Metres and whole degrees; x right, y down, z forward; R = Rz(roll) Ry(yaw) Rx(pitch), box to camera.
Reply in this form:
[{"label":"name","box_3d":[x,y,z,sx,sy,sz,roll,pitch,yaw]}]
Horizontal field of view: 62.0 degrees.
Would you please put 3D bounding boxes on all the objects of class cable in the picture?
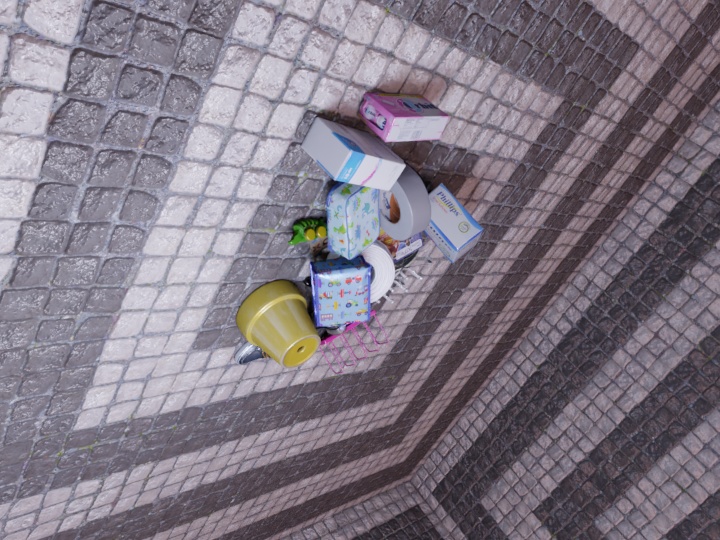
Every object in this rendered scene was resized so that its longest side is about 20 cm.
[{"label":"cable","box_3d":[0.000,0.000,1.696,0.200,0.069,0.200,-26,116,-2]}]

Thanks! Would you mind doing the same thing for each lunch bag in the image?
[{"label":"lunch bag","box_3d":[-0.015,-0.142,1.560,0.161,0.082,0.200,-41,141,-38]},{"label":"lunch bag","box_3d":[-0.051,0.073,1.624,0.150,0.094,0.200,-7,114,-11]}]

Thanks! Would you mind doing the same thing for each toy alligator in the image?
[{"label":"toy alligator","box_3d":[-0.116,-0.111,1.571,0.200,0.059,0.054,-19,99,-45]}]

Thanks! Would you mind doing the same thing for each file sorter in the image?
[{"label":"file sorter","box_3d":[-0.024,0.239,1.986,0.200,0.126,0.139,-30,179,-20]}]

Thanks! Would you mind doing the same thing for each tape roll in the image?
[{"label":"tape roll","box_3d":[0.098,-0.182,1.574,0.066,0.200,0.201,-27,146,-24]}]

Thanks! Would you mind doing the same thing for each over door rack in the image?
[{"label":"over door rack","box_3d":[0.140,0.033,1.882,0.148,0.067,0.200,-41,172,33]}]

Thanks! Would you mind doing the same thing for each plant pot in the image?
[{"label":"plant pot","box_3d":[-0.212,0.160,1.661,0.201,0.189,0.201,-30,148,-22]}]

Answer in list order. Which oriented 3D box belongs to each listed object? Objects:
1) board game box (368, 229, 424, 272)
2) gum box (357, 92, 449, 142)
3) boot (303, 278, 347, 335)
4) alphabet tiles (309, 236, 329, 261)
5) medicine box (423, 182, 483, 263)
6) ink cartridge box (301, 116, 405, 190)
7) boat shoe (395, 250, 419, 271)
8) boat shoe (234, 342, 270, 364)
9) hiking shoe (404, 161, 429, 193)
[{"label":"board game box","box_3d":[0.089,-0.090,1.774,0.200,0.034,0.136,-29,117,-24]},{"label":"gum box","box_3d":[0.100,-0.366,1.429,0.200,0.114,0.066,-13,139,-41]},{"label":"boot","box_3d":[-0.126,0.096,1.765,0.069,0.200,0.174,-41,121,-33]},{"label":"alphabet tiles","box_3d":[-0.065,-0.071,1.718,0.167,0.008,0.200,-33,148,-17]},{"label":"medicine box","box_3d":[0.259,-0.136,1.785,0.103,0.182,0.200,-40,169,-3]},{"label":"ink cartridge box","box_3d":[-0.013,-0.267,1.393,0.200,0.145,0.085,1,129,-49]},{"label":"boat shoe","box_3d":[0.106,-0.039,1.890,0.200,0.072,0.068,-29,151,-18]},{"label":"boat shoe","box_3d":[-0.272,0.236,1.782,0.200,0.091,0.071,-34,148,-14]},{"label":"hiking shoe","box_3d":[0.131,-0.233,1.673,0.087,0.074,0.200,-44,150,2]}]
